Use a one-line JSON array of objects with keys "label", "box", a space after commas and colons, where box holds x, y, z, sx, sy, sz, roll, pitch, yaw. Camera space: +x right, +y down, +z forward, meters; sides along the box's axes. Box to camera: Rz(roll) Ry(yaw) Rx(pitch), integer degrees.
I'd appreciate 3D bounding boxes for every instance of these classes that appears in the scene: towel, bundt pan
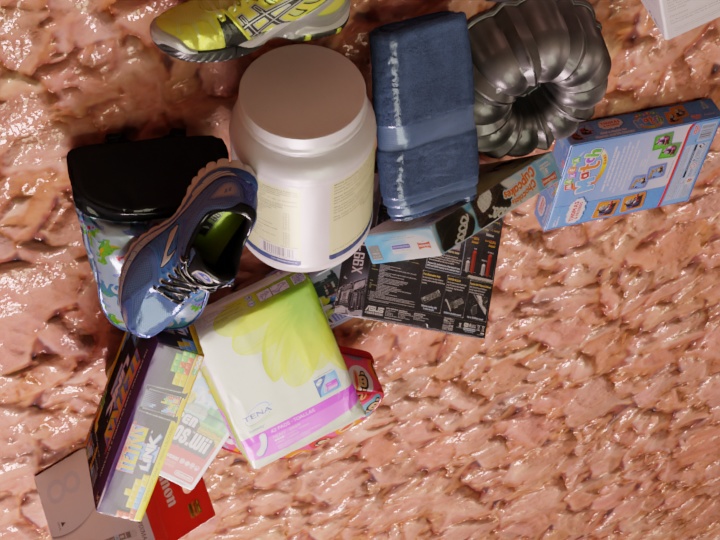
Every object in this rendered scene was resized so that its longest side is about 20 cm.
[{"label": "towel", "box": [0.062, -0.155, 1.630, 0.111, 0.048, 0.201, -17, 116, -26]}, {"label": "bundt pan", "box": [0.175, -0.193, 1.711, 0.200, 0.076, 0.203, -16, 145, -12]}]

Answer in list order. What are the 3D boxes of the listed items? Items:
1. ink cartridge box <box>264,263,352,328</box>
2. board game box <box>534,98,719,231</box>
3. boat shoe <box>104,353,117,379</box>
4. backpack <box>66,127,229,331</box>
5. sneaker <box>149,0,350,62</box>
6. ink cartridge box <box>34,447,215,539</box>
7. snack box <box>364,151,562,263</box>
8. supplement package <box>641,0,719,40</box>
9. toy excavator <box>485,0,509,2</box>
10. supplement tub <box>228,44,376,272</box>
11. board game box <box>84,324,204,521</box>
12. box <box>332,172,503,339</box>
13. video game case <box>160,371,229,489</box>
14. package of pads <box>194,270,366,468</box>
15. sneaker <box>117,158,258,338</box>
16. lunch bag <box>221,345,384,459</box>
[{"label": "ink cartridge box", "box": [0.000, 0.000, 1.901, 0.199, 0.042, 0.119, -29, 147, 5]}, {"label": "board game box", "box": [0.314, -0.124, 1.926, 0.199, 0.037, 0.152, -13, 144, -18]}, {"label": "boat shoe", "box": [-0.196, 0.116, 1.912, 0.199, 0.065, 0.073, -15, 146, -13]}, {"label": "backpack", "box": [-0.211, -0.032, 1.647, 0.162, 0.155, 0.200, -5, 156, -13]}, {"label": "sneaker", "box": [-0.100, -0.246, 1.481, 0.199, 0.075, 0.077, -20, 140, -26]}, {"label": "ink cartridge box", "box": [-0.289, 0.277, 1.988, 0.199, 0.161, 0.047, -32, 147, 11]}, {"label": "snack box", "box": [0.109, -0.068, 1.747, 0.199, 0.037, 0.116, -32, -165, -35]}, {"label": "supplement package", "box": [0.308, -0.342, 1.548, 0.121, 0.120, 0.200, -24, 147, 2]}, {"label": "toy excavator", "box": [0.128, -0.350, 1.429, 0.099, 0.196, 0.200, 0, 168, -31]}, {"label": "supplement tub", "box": [-0.057, -0.110, 1.617, 0.144, 0.146, 0.201, -15, 145, -13]}, {"label": "board game box", "box": [-0.236, 0.142, 1.758, 0.056, 0.165, 0.201, 17, 104, -18]}, {"label": "box", "box": [0.069, -0.014, 1.828, 0.199, 0.159, 0.050, 11, 177, -41]}, {"label": "video game case", "box": [-0.198, 0.143, 1.873, 0.142, 0.017, 0.201, 30, 100, -26]}, {"label": "package of pads", "box": [-0.099, 0.110, 1.844, 0.154, 0.068, 0.201, -25, 117, -8]}, {"label": "sneaker", "box": [-0.164, -0.009, 1.537, 0.078, 0.089, 0.200, 25, 116, -28]}, {"label": "lunch bag", "box": [-0.090, 0.161, 2.002, 0.200, 0.082, 0.175, -34, 149, 33]}]
